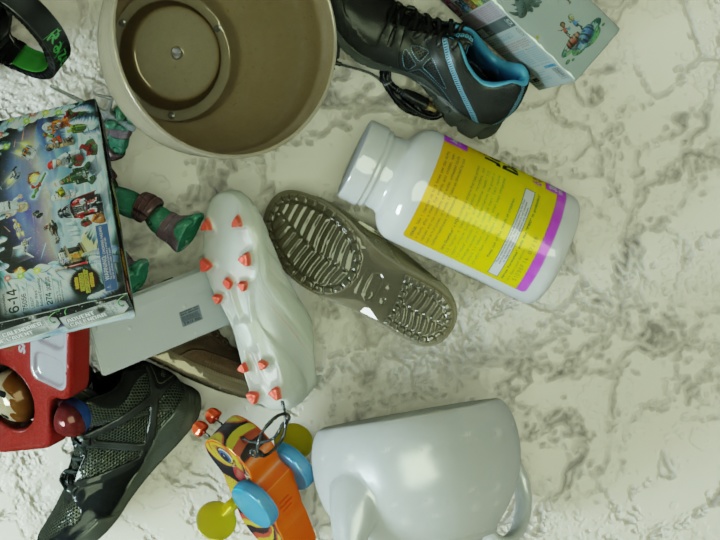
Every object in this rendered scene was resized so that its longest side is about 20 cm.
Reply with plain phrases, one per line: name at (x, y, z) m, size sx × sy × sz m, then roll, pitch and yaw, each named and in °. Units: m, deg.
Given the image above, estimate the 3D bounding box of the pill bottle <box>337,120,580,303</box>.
pill bottle at (0.084, -0.056, 1.734) m, size 0.199 × 0.104 × 0.105 m, roll 25°, pitch 97°, yaw -6°

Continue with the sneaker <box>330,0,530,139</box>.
sneaker at (0.057, -0.199, 1.715) m, size 0.199 × 0.082 × 0.074 m, roll 32°, pitch 53°, yaw -12°

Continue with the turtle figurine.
turtle figurine at (-0.239, -0.077, 1.720) m, size 0.200 × 0.101 × 0.150 m, roll 42°, pitch 85°, yaw 10°

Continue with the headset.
headset at (-0.327, -0.241, 1.692) m, size 0.199 × 0.124 × 0.094 m, roll 29°, pitch 69°, yaw 10°

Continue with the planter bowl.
planter bowl at (-0.136, -0.187, 1.661) m, size 0.198 × 0.134 × 0.202 m, roll 2°, pitch 86°, yaw -27°

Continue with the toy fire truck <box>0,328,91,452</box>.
toy fire truck at (-0.297, 0.068, 1.687) m, size 0.167 × 0.112 × 0.202 m, roll 22°, pitch 120°, yaw 31°

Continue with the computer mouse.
computer mouse at (-0.014, -0.178, 1.748) m, size 0.198 × 0.034 × 0.059 m, roll 18°, pitch 97°, yaw -6°

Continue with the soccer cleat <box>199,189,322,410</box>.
soccer cleat at (-0.086, 0.023, 1.734) m, size 0.069 × 0.077 × 0.202 m, roll -5°, pitch 105°, yaw 38°

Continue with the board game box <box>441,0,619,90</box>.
board game box at (0.113, -0.245, 1.682) m, size 0.200 × 0.148 × 0.064 m, roll 41°, pitch 86°, yaw -8°

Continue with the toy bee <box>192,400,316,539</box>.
toy bee at (-0.093, 0.167, 1.756) m, size 0.108 × 0.130 × 0.202 m, roll 30°, pitch 128°, yaw 30°

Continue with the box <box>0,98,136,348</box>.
box at (-0.263, -0.038, 1.610) m, size 0.136 × 0.040 × 0.201 m, roll -14°, pitch 57°, yaw -1°

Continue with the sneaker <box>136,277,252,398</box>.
sneaker at (-0.162, 0.049, 1.759) m, size 0.199 × 0.070 × 0.076 m, roll 25°, pitch 82°, yaw -12°

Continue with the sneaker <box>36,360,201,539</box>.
sneaker at (-0.241, 0.159, 1.756) m, size 0.114 × 0.076 × 0.200 m, roll 38°, pitch 93°, yaw -27°

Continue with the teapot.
teapot at (0.057, 0.195, 1.726) m, size 0.198 × 0.197 × 0.148 m, roll -10°, pitch 88°, yaw -1°

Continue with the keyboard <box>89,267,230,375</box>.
keyboard at (-0.151, 0.032, 1.728) m, size 0.199 × 0.011 × 0.057 m, roll -22°, pitch 107°, yaw -37°

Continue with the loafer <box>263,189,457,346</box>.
loafer at (0.000, 0.000, 1.761) m, size 0.199 × 0.068 × 0.076 m, roll 36°, pitch 98°, yaw 9°
